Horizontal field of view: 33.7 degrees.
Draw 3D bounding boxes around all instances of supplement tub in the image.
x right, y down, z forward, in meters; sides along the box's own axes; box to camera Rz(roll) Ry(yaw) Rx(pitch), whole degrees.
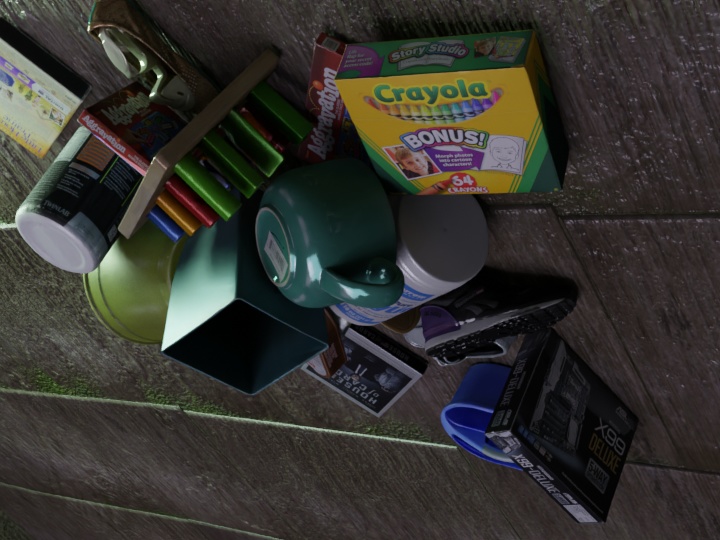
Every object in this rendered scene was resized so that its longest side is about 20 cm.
[{"bbox_3d":[-0.339,-0.107,1.522,0.121,0.202,0.123,21,149,14],"label":"supplement tub"},{"bbox_3d":[0.044,-0.020,1.397,0.131,0.133,0.199,38,149,-15],"label":"supplement tub"}]

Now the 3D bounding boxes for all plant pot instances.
[{"bbox_3d":[-0.135,0.010,1.404,0.141,0.203,0.140,-33,133,32],"label":"plant pot"},{"bbox_3d":[-0.235,0.001,1.561,0.200,0.202,0.192,46,156,-26],"label":"plant pot"}]

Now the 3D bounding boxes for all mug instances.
[{"bbox_3d":[-0.039,-0.037,1.277,0.184,0.113,0.155,5,107,63],"label":"mug"}]

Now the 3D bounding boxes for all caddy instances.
[{"bbox_3d":[0.207,0.214,1.623,0.197,0.106,0.142,12,144,28],"label":"caddy"}]

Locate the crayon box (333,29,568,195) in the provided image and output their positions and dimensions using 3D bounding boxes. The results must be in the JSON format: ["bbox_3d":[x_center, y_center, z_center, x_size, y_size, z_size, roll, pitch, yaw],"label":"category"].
[{"bbox_3d":[0.095,-0.153,1.196,0.197,0.059,0.173,0,144,25],"label":"crayon box"}]

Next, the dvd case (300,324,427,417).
[{"bbox_3d":[0.001,0.143,1.774,0.149,0.025,0.200,32,149,-3],"label":"dvd case"}]

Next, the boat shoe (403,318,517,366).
[{"bbox_3d":[0.120,0.084,1.542,0.199,0.072,0.070,-9,133,46],"label":"boat shoe"}]

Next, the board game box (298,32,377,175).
[{"bbox_3d":[-0.013,-0.170,1.321,0.102,0.020,0.201,27,149,7],"label":"board game box"}]

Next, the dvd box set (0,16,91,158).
[{"bbox_3d":[-0.451,-0.239,1.590,0.146,0.030,0.199,37,148,-13],"label":"dvd box set"}]

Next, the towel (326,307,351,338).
[{"bbox_3d":[-0.081,0.025,1.590,0.171,0.048,0.200,43,164,5],"label":"towel"}]

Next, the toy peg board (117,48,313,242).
[{"bbox_3d":[-0.157,-0.113,1.343,0.098,0.200,0.199,42,149,-2],"label":"toy peg board"}]

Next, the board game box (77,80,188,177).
[{"bbox_3d":[-0.255,-0.168,1.393,0.102,0.200,0.020,38,108,-7],"label":"board game box"}]

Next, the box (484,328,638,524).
[{"bbox_3d":[0.259,0.199,1.510,0.200,0.159,0.049,44,146,-23],"label":"box"}]

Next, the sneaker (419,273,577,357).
[{"bbox_3d":[0.160,0.035,1.438,0.197,0.089,0.076,-18,159,20],"label":"sneaker"}]

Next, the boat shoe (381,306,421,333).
[{"bbox_3d":[0.000,0.000,1.532,0.200,0.073,0.065,48,166,-16],"label":"boat shoe"}]

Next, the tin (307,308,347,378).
[{"bbox_3d":[-0.074,0.073,1.544,0.112,0.042,0.201,42,164,25],"label":"tin"}]

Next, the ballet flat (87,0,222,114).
[{"bbox_3d":[-0.241,-0.234,1.387,0.200,0.066,0.070,42,145,-20],"label":"ballet flat"}]
